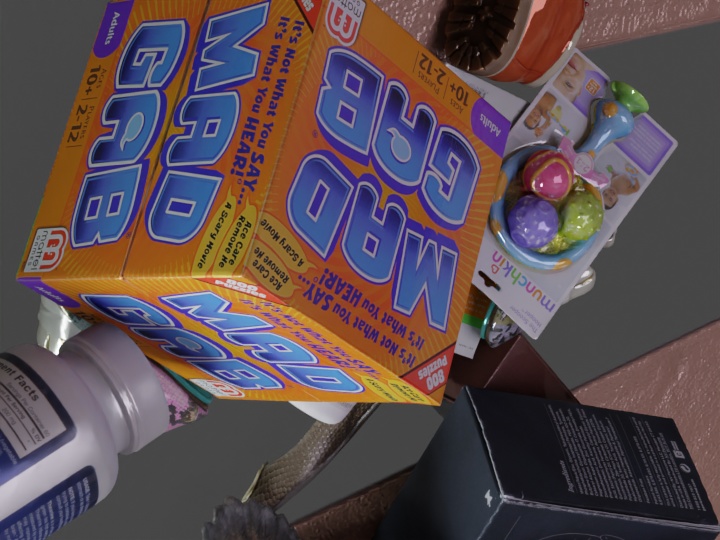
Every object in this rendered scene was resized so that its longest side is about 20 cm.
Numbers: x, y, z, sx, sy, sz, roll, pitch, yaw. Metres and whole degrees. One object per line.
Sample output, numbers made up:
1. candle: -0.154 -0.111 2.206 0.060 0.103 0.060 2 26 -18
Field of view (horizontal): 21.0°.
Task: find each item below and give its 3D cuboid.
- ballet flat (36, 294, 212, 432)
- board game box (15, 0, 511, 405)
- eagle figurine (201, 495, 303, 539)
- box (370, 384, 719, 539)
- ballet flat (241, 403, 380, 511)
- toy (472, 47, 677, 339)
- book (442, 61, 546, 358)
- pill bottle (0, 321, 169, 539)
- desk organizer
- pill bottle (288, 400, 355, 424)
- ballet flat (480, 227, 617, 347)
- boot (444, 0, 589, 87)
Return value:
1. ballet flat: -0.173 0.049 1.313 0.071 0.069 0.200 -34 131 0
2. board game box: -0.057 -0.045 1.233 0.199 0.199 0.201 35 63 -44
3. eagle figurine: -0.094 0.288 1.393 0.150 0.152 0.202 -2 115 -16
4. box: 0.138 0.211 1.524 0.195 0.124 0.201 10 129 -26
5. ballet flat: -0.025 0.113 1.457 0.200 0.046 0.067 -47 179 10
6. toy: 0.154 -0.063 1.469 0.115 0.047 0.200 41 71 -10
7. book: 0.065 -0.047 1.485 0.133 0.048 0.201 20 94 -41
8. pill bottle: -0.219 0.115 1.184 0.199 0.111 0.112 -33 127 -28
9. desk organizer: 0.132 0.123 1.598 0.077 0.072 0.200 -53 133 -12
10. pill bottle: 0.000 0.000 1.382 0.200 0.112 0.112 -52 134 3
11. ballet flat: 0.160 -0.021 1.521 0.072 0.072 0.201 49 58 -42
12. boot: 0.141 -0.233 1.456 0.107 0.075 0.201 15 102 -52
